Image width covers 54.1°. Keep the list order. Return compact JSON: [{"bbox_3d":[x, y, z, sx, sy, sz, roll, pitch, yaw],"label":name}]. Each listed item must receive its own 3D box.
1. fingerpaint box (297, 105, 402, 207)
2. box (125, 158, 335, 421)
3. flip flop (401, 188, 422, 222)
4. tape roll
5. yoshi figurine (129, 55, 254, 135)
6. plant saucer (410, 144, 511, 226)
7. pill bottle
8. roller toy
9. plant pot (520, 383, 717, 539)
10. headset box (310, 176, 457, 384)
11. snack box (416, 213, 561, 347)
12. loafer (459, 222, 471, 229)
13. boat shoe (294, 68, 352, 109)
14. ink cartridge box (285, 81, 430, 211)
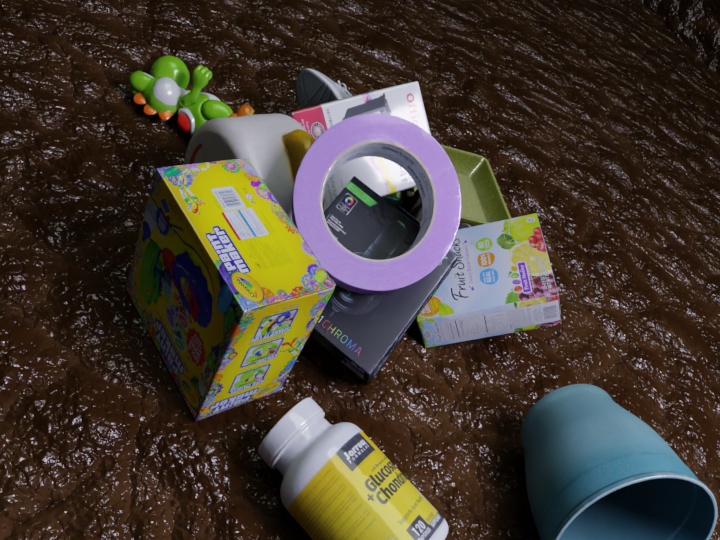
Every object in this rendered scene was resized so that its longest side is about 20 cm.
[{"bbox_3d":[-0.028,-0.176,1.163,0.163,0.074,0.203,13,43,-20],"label":"fingerpaint box"},{"bbox_3d":[-0.155,0.019,0.796,0.120,0.194,0.201,-14,56,-40],"label":"box"},{"bbox_3d":[0.093,-0.084,1.082,0.056,0.200,0.083,17,84,-8],"label":"flip flop"},{"bbox_3d":[0.017,-0.076,0.833,0.195,0.066,0.206,1,86,-8],"label":"tape roll"},{"bbox_3d":[-0.258,-0.273,1.104,0.197,0.114,0.112,25,24,-4],"label":"yoshi figurine"},{"bbox_3d":[0.161,-0.145,1.271,0.195,0.048,0.203,11,45,-23],"label":"plant saucer"},{"bbox_3d":[-0.013,0.233,0.732,0.200,0.113,0.111,44,42,14],"label":"pill bottle"},{"bbox_3d":[-0.138,-0.116,0.945,0.138,0.203,0.182,-16,45,-41],"label":"roller toy"},{"bbox_3d":[0.284,0.250,0.854,0.196,0.203,0.189,14,27,-19],"label":"plant pot"},{"bbox_3d":[0.005,0.008,0.910,0.173,0.093,0.201,38,77,8],"label":"headset box"},{"bbox_3d":[0.177,0.013,1.028,0.195,0.068,0.171,-13,43,11],"label":"snack box"},{"bbox_3d":[0.199,-0.009,1.138,0.071,0.073,0.203,5,47,-27],"label":"loafer"},{"bbox_3d":[-0.023,-0.242,1.123,0.202,0.075,0.065,43,35,7],"label":"boat shoe"},{"bbox_3d":[0.001,-0.176,1.025,0.196,0.085,0.151,-17,98,-13],"label":"ink cartridge box"}]
